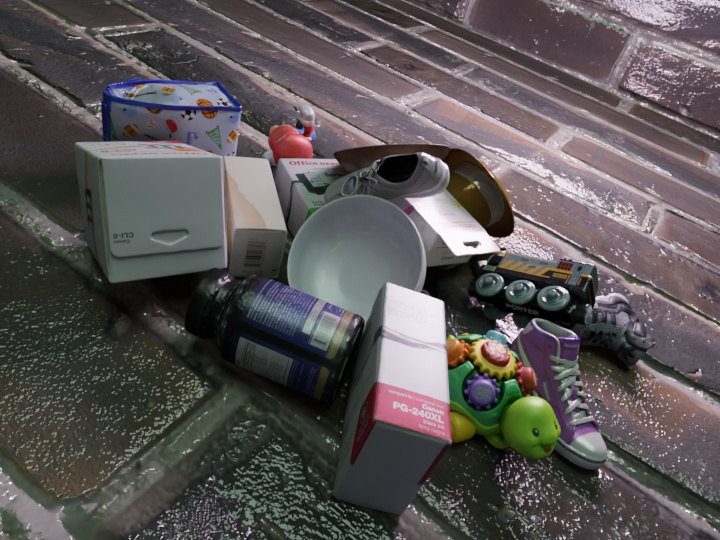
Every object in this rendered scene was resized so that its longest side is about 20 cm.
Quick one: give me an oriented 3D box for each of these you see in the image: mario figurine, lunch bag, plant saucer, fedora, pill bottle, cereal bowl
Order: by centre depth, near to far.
[{"bbox_3d":[-0.103,0.073,0.647,0.198,0.113,0.112,22,37,4],"label":"pill bottle"},{"bbox_3d":[0.000,0.000,0.759,0.197,0.083,0.203,-5,72,14],"label":"cereal bowl"},{"bbox_3d":[-0.312,-0.213,0.864,0.198,0.171,0.124,-15,45,-35],"label":"lunch bag"},{"bbox_3d":[0.053,-0.185,0.902,0.198,0.037,0.200,-2,7,0],"label":"plant saucer"},{"bbox_3d":[0.180,-0.116,0.930,0.081,0.201,0.201,-36,57,-9],"label":"fedora"},{"bbox_3d":[-0.137,-0.253,1.007,0.105,0.125,0.200,6,19,-3],"label":"mario figurine"}]

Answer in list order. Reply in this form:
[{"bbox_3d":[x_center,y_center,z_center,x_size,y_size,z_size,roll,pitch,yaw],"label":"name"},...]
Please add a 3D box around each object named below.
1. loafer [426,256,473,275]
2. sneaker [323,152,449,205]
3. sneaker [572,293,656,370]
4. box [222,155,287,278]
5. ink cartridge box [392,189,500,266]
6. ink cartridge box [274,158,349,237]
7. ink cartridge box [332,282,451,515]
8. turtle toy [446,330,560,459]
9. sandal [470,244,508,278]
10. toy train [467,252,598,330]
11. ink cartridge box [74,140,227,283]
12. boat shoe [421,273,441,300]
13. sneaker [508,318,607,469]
[{"bbox_3d":[0.108,-0.026,0.884,0.199,0.069,0.070,-9,6,-34],"label":"loafer"},{"bbox_3d":[0.025,-0.137,0.778,0.082,0.198,0.076,29,53,-55],"label":"sneaker"},{"bbox_3d":[0.391,0.104,0.850,0.198,0.076,0.114,-10,48,-30],"label":"sneaker"},{"bbox_3d":[-0.173,-0.088,0.833,0.077,0.096,0.201,1,39,-21],"label":"box"},{"bbox_3d":[0.111,-0.071,0.834,0.115,0.068,0.201,-6,47,-38],"label":"ink cartridge box"},{"bbox_3d":[-0.052,-0.107,0.915,0.145,0.084,0.201,-6,44,-30],"label":"ink cartridge box"},{"bbox_3d":[0.037,0.136,0.598,0.082,0.146,0.201,16,38,-5],"label":"ink cartridge box"},{"bbox_3d":[0.167,0.152,0.673,0.144,0.102,0.201,-7,44,-30],"label":"turtle toy"},{"bbox_3d":[0.242,-0.025,0.964,0.081,0.055,0.201,5,39,-17],"label":"sandal"},{"bbox_3d":[0.269,0.028,0.829,0.199,0.086,0.114,14,53,42],"label":"toy train"},{"bbox_3d":[-0.274,-0.087,0.693,0.144,0.147,0.199,-9,22,-33],"label":"ink cartridge box"},{"bbox_3d":[0.092,0.061,0.785,0.071,0.068,0.201,21,35,3],"label":"boat shoe"},{"bbox_3d":[0.270,0.152,0.708,0.072,0.115,0.201,-3,44,-28],"label":"sneaker"}]
